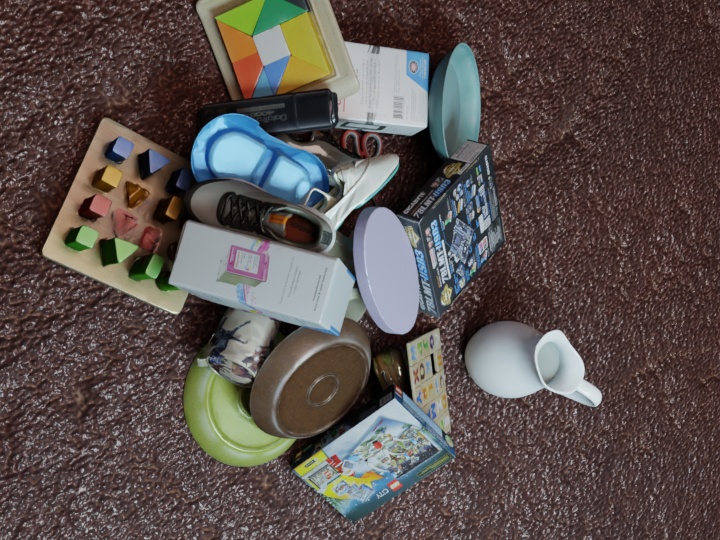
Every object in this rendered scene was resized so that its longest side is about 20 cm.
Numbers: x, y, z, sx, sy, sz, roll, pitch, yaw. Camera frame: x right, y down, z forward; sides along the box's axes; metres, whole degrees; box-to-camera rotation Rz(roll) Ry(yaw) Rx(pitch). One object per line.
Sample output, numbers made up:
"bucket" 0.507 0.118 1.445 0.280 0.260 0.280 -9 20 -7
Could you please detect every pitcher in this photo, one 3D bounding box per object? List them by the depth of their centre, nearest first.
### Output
"pitcher" 0.271 0.157 1.391 0.171 0.199 0.122 42 70 -22

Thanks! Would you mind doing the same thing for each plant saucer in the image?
"plant saucer" -0.059 0.157 1.213 0.199 0.034 0.202 -23 131 -28
"plant saucer" -0.152 0.179 1.249 0.198 0.031 0.203 1 88 -30
"plant saucer" 0.146 -0.254 1.383 0.200 0.036 0.202 5 90 -67

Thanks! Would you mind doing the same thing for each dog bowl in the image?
"dog bowl" -0.137 -0.133 1.174 0.199 0.050 0.112 27 95 -27

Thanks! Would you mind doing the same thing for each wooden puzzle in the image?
"wooden puzzle" -0.117 -0.310 1.217 0.183 0.037 0.202 -19 102 16

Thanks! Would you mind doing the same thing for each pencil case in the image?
"pencil case" -0.149 0.054 1.208 0.089 0.078 0.202 20 64 -3

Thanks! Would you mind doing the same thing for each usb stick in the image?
"usb stick" -0.127 -0.213 1.211 0.198 0.033 0.056 -5 92 11

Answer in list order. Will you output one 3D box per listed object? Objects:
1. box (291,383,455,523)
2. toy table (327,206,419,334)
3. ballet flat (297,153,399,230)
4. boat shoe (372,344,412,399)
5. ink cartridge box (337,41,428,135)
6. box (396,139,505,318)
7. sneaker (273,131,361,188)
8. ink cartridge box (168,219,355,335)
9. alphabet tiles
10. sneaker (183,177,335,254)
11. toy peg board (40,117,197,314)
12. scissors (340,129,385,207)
"box" 0.018 0.267 1.267 0.199 0.038 0.137 -37 112 20
"toy table" 0.000 0.000 1.263 0.184 0.116 0.202 -44 127 -48
"ballet flat" -0.032 -0.098 1.170 0.200 0.069 0.069 -45 110 -3
"boat shoe" 0.064 0.213 1.356 0.067 0.072 0.202 -13 102 -1
"ink cartridge box" -0.001 -0.274 1.319 0.198 0.068 0.117 3 86 -20
"box" 0.144 -0.063 1.355 0.199 0.049 0.201 -46 138 -29
"sneaker" -0.043 -0.162 1.275 0.198 0.074 0.080 4 106 -26
"ink cartridge box" -0.120 0.012 1.098 0.198 0.145 0.086 15 82 11
"alphabet tiles" 0.108 0.198 1.348 0.167 0.007 0.202 -12 95 -70
"sneaker" -0.126 -0.071 1.104 0.198 0.079 0.075 16 90 -2
"toy peg board" -0.278 -0.072 1.149 0.199 0.098 0.201 27 76 -26
"scissors" 0.016 -0.121 1.366 0.073 0.014 0.202 -14 97 -30
